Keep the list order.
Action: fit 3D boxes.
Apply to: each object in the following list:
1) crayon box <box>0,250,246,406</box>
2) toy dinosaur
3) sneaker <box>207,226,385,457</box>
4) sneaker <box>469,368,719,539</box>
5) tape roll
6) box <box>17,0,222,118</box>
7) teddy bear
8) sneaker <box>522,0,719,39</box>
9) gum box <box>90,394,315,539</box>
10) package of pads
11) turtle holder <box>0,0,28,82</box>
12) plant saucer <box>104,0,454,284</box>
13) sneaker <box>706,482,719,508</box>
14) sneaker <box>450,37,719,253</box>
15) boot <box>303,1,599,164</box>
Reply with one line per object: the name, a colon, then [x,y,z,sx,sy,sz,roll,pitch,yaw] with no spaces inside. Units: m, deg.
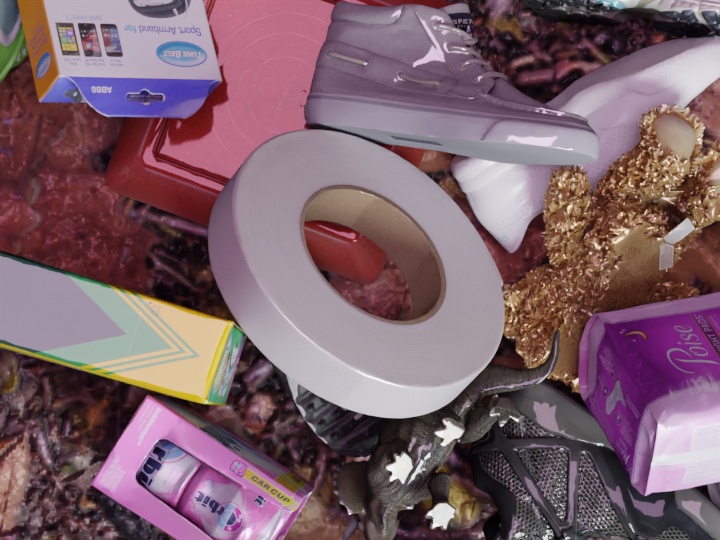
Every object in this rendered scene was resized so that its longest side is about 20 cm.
crayon box: [-0.164,0.036,1.510,0.172,0.200,0.059,16,87,0]
toy dinosaur: [0.045,0.103,1.539,0.077,0.102,0.200,34,91,-24]
sneaker: [-0.041,0.033,1.578,0.066,0.091,0.200,-34,113,-2]
sneaker: [0.156,0.162,1.569,0.199,0.076,0.114,31,89,4]
tape roll: [0.000,0.000,1.496,0.203,0.203,0.037,42,130,2]
box: [-0.164,-0.183,1.549,0.119,0.041,0.201,-1,68,-32]
teddy bear: [0.172,-0.019,1.566,0.145,0.067,0.201,11,114,-28]
sneaker: [0.210,-0.204,1.587,0.199,0.078,0.087,10,84,0]
gum box: [-0.096,0.136,1.505,0.113,0.200,0.066,32,88,3]
package of pads: [0.250,0.069,1.529,0.199,0.121,0.076,-8,128,-16]
turtle holder: [-0.293,-0.163,1.554,0.140,0.132,0.186,16,87,0]
plant saucer: [-0.049,-0.117,1.601,0.199,0.037,0.201,20,86,1]
sneaker: [0.329,0.158,1.563,0.199,0.087,0.075,9,86,-1]
sneaker: [0.164,-0.083,1.591,0.200,0.075,0.089,-29,100,4]
boot: [0.063,-0.126,1.531,0.199,0.074,0.096,9,83,18]
